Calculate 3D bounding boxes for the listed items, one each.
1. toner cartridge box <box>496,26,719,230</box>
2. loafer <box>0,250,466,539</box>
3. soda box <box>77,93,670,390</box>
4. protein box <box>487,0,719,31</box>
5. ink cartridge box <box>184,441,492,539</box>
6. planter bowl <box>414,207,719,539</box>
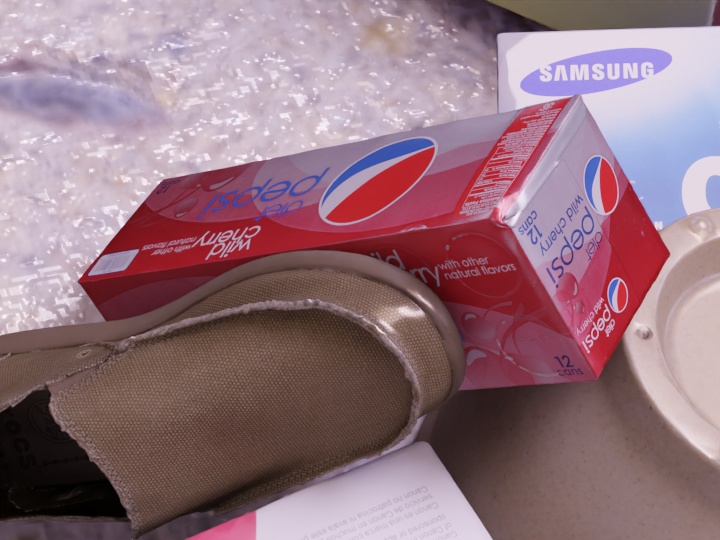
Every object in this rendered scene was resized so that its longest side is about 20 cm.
[{"bbox_3d":[0.154,-0.046,0.823,0.199,0.043,0.095,-2,71,6],"label":"toner cartridge box"},{"bbox_3d":[-0.059,0.050,0.675,0.076,0.200,0.067,60,31,-25],"label":"loafer"},{"bbox_3d":[0.000,0.000,0.709,0.070,0.200,0.063,57,48,-25],"label":"soda box"},{"bbox_3d":[0.099,-0.223,0.872,0.198,0.200,0.135,26,50,22],"label":"protein box"},{"bbox_3d":[0.005,0.174,0.647,0.145,0.083,0.200,-19,61,-28],"label":"ink cartridge box"},{"bbox_3d":[0.128,0.062,0.734,0.200,0.135,0.201,8,52,-11],"label":"planter bowl"}]
